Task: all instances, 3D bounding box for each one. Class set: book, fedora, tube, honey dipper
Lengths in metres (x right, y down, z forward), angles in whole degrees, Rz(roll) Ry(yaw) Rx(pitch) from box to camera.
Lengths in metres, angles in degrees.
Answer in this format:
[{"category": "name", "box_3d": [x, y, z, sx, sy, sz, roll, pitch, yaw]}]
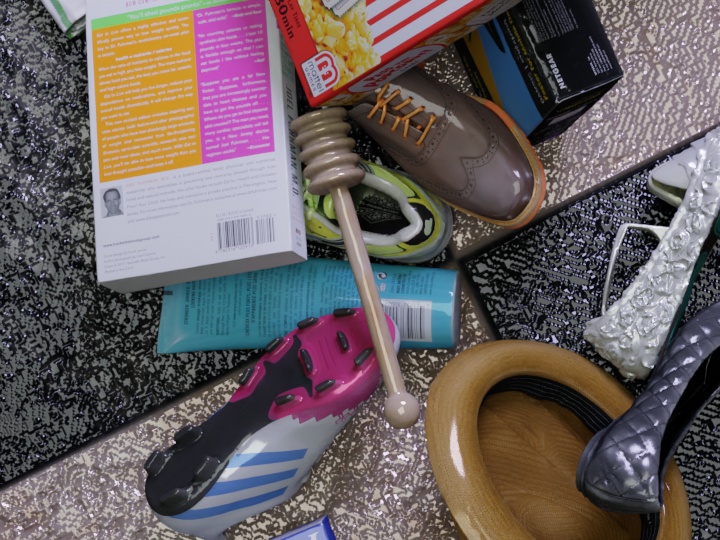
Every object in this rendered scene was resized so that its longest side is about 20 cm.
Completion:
[{"category": "book", "box_3d": [-0.105, -0.095, 1.093, 0.133, 0.048, 0.200, -9, 73, 19]}, {"category": "fedora", "box_3d": [0.111, 0.140, 1.067, 0.200, 0.082, 0.201, 18, 51, -24]}, {"category": "tube", "box_3d": [-0.035, 0.021, 1.125, 0.200, 0.050, 0.078, 3, 81, 9]}, {"category": "honey dipper", "box_3d": [0.000, 0.000, 1.048, 0.038, 0.038, 0.200, -16, 84, 3]}]

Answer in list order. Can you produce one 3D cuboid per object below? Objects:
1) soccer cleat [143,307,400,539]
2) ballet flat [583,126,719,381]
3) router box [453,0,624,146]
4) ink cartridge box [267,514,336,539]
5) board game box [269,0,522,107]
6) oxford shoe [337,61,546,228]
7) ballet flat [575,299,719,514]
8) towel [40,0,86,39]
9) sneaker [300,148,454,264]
[{"category": "soccer cleat", "box_3d": [-0.048, 0.100, 1.104, 0.200, 0.086, 0.070, -38, 47, 7]}, {"category": "ballet flat", "box_3d": [0.201, -0.027, 1.096, 0.072, 0.072, 0.200, 27, 87, 6]}, {"category": "router box", "box_3d": [0.086, -0.183, 1.073, 0.051, 0.149, 0.200, -22, 84, -10]}, {"category": "ink cartridge box", "box_3d": [-0.097, 0.242, 1.114, 0.200, 0.044, 0.094, -23, 86, 2]}, {"category": "board game box", "box_3d": [0.027, -0.206, 0.995, 0.200, 0.046, 0.152, -28, 80, 36]}, {"category": "oxford shoe", "box_3d": [0.032, -0.092, 1.076, 0.200, 0.073, 0.071, 40, 111, 31]}, {"category": "ballet flat", "box_3d": [0.202, 0.084, 1.055, 0.057, 0.067, 0.200, 20, 48, 31]}, {"category": "towel", "box_3d": [-0.156, -0.271, 1.164, 0.200, 0.023, 0.153, -34, 83, 2]}, {"category": "sneaker", "box_3d": [-0.037, -0.058, 1.113, 0.200, 0.076, 0.076, 13, 89, 7]}]
